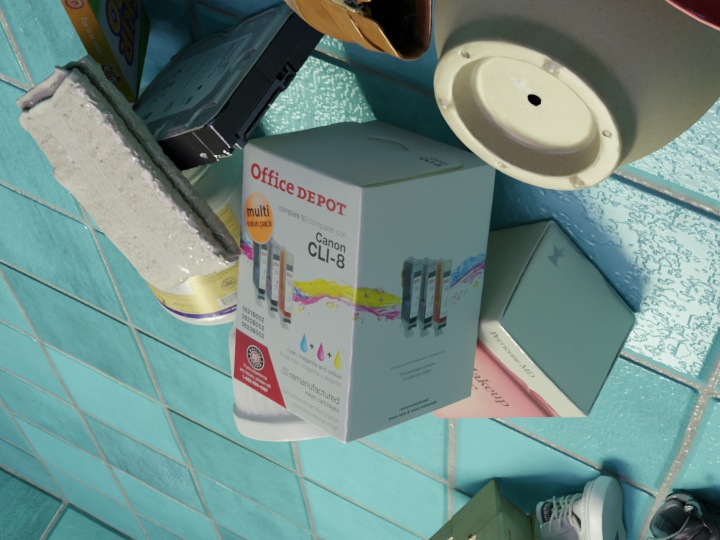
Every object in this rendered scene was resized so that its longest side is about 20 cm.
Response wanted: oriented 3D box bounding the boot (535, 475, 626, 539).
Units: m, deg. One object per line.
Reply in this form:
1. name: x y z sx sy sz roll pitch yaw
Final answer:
1. boot: 0.236 0.277 1.385 0.094 0.074 0.201 12 149 22

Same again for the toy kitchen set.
1. toy kitchen set: 0.161 0.397 1.466 0.163 0.200 0.181 39 110 -13

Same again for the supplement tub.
1. supplement tub: -0.159 -0.060 1.169 0.144 0.146 0.201 17 150 29

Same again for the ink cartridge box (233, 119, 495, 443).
1. ink cartridge box: 0.000 0.000 0.976 0.145 0.143 0.203 24 117 43

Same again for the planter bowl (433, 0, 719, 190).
1. planter bowl: 0.122 -0.135 0.742 0.198 0.135 0.201 26 154 14

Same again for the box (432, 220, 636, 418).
1. box: 0.114 0.049 1.094 0.128 0.110 0.199 44 152 -22

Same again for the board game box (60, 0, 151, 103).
1. board game box: -0.209 -0.224 1.002 0.030 0.097 0.201 -3 144 8

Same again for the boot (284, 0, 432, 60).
1. boot: -0.031 -0.221 0.755 0.155 0.076 0.202 40 155 49

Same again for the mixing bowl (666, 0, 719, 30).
1. mixing bowl: 0.202 -0.207 0.557 0.198 0.109 0.201 25 152 14

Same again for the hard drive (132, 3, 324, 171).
1. hard drive: -0.125 -0.138 1.003 0.038 0.140 0.199 45 152 -26

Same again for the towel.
1. towel: -0.186 -0.070 0.987 0.201 0.035 0.132 52 149 -15

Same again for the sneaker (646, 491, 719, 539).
1. sneaker: 0.345 0.290 1.295 0.113 0.076 0.201 29 148 9

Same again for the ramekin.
1. ramekin: -0.036 0.080 1.220 0.199 0.199 0.106 -1 106 48
